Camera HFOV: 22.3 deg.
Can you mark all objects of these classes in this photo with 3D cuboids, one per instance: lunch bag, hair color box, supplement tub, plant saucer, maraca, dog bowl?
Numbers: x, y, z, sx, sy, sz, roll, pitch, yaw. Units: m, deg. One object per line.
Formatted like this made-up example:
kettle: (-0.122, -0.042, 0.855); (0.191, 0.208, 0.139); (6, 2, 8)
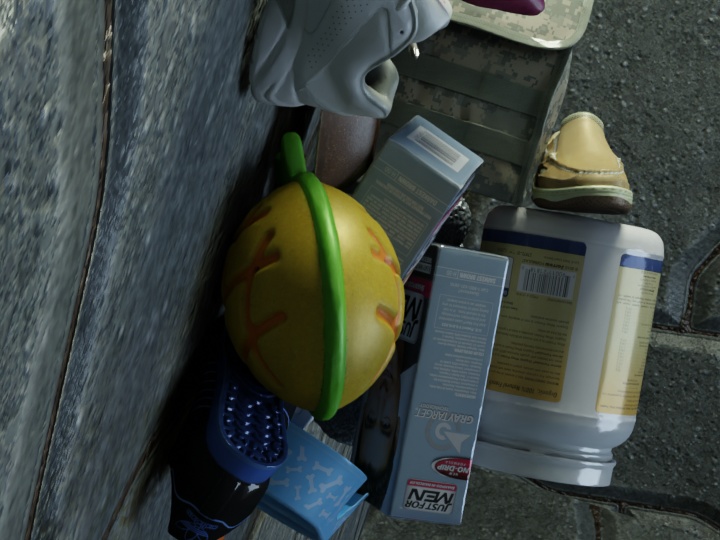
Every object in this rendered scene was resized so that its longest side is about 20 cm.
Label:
lunch bag: (0.079, -0.168, 1.371); (0.118, 0.163, 0.201); (-49, 157, -80)
hair color box: (0.049, 0.080, 1.376); (0.099, 0.060, 0.202); (-164, -96, -70)
supplement tub: (0.152, 0.058, 1.424); (0.144, 0.143, 0.202); (4, 96, -85)
plant saucer: (0.001, -0.141, 1.194); (0.200, 0.036, 0.202); (9, 90, -90)
maraca: (-0.033, 0.003, 1.093); (0.200, 0.106, 0.138); (-110, -157, -54)
dog bowl: (-0.054, 0.145, 1.289); (0.050, 0.111, 0.200); (-58, 172, -11)
hair color box: (0.000, 0.000, 1.228); (0.201, 0.060, 0.099); (-57, 177, 19)

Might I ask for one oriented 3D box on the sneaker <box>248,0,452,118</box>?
sneaker: (0.004, -0.164, 0.940); (0.078, 0.099, 0.201); (-68, 173, -45)

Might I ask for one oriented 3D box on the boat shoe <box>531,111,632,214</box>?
boat shoe: (0.165, -0.084, 1.400); (0.200, 0.071, 0.077); (-140, -123, -82)

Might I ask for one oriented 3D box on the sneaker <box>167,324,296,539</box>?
sneaker: (-0.079, 0.093, 1.112); (0.078, 0.070, 0.200); (-52, -172, 20)

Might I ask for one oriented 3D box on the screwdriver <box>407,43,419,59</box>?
screwdriver: (0.017, -0.175, 1.061); (0.201, 0.028, 0.029); (-103, 172, -45)

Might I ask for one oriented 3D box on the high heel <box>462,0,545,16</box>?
high heel: (0.065, -0.215, 1.255); (0.067, 0.096, 0.200); (-47, -163, 9)

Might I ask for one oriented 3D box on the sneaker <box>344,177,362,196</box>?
sneaker: (-0.017, 0.023, 1.336); (0.079, 0.073, 0.201); (-53, 160, -61)

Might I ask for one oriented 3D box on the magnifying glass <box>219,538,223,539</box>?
magnifying glass: (-0.125, 0.223, 1.247); (0.200, 0.022, 0.080); (-61, 166, -61)

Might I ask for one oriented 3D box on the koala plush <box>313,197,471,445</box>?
koala plush: (0.018, 0.062, 1.504); (0.177, 0.183, 0.201); (47, 56, -33)
